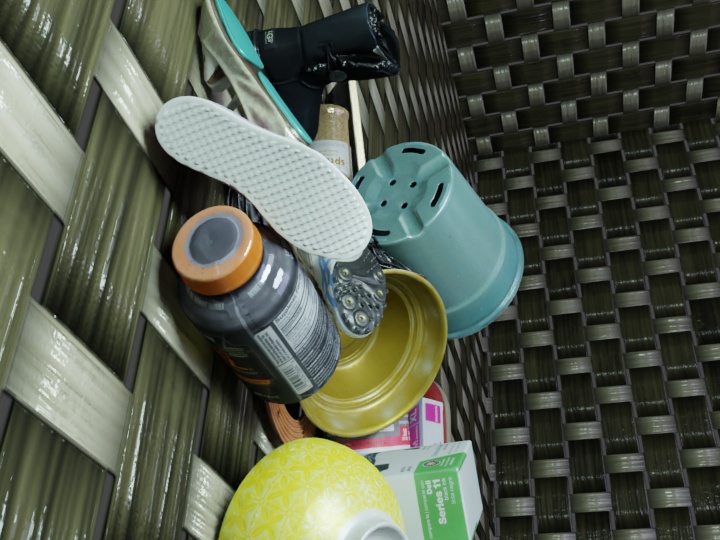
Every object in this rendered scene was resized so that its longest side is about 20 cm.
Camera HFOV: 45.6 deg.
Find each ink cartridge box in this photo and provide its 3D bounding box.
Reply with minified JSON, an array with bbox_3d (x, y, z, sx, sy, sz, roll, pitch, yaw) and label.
[{"bbox_3d":[0.040,0.263,1.144,0.041,0.200,0.121,18,52,-24],"label":"ink cartridge box"},{"bbox_3d":[0.025,0.251,0.934,0.146,0.197,0.084,-3,83,-78],"label":"ink cartridge box"}]

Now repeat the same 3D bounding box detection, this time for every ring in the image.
[{"bbox_3d":[-0.081,0.100,0.948,0.200,0.019,0.204,-6,90,-77],"label":"ring"}]

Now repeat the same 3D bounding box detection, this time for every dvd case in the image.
[{"bbox_3d":[-0.021,-0.163,1.206,0.149,0.016,0.203,159,-76,-74],"label":"dvd case"}]

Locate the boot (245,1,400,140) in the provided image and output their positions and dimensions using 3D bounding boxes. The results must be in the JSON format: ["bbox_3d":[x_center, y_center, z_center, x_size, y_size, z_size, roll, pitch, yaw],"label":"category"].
[{"bbox_3d":[-0.032,-0.220,0.999,0.201,0.165,0.077,61,25,-60],"label":"boot"}]

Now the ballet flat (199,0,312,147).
[{"bbox_3d":[-0.117,-0.178,0.818,0.201,0.062,0.067,59,11,19],"label":"ballet flat"}]

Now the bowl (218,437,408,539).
[{"bbox_3d":[-0.018,0.254,0.756,0.198,0.107,0.204,5,84,-45],"label":"bowl"}]

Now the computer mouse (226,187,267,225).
[{"bbox_3d":[-0.093,-0.112,0.929,0.200,0.052,0.141,-49,130,-73],"label":"computer mouse"}]

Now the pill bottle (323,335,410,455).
[{"bbox_3d":[0.003,0.139,1.084,0.111,0.109,0.203,35,50,-73],"label":"pill bottle"}]

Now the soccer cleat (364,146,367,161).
[{"bbox_3d":[0.011,-0.116,1.317,0.068,0.080,0.203,56,30,-63],"label":"soccer cleat"}]

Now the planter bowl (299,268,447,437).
[{"bbox_3d":[-0.004,0.080,0.975,0.083,0.199,0.203,34,-34,51],"label":"planter bowl"}]

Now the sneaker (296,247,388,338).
[{"bbox_3d":[-0.027,-0.007,0.878,0.071,0.073,0.202,13,41,-34],"label":"sneaker"}]

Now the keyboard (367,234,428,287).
[{"bbox_3d":[0.000,0.000,1.005,0.199,0.104,0.040,38,56,-15],"label":"keyboard"}]

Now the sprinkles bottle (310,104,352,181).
[{"bbox_3d":[-0.042,-0.112,1.117,0.068,0.067,0.203,42,42,-70],"label":"sprinkles bottle"}]

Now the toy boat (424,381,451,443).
[{"bbox_3d":[0.060,0.250,1.315,0.130,0.130,0.203,27,51,-39],"label":"toy boat"}]

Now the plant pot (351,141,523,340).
[{"bbox_3d":[0.084,-0.044,1.087,0.196,0.198,0.203,48,35,-48],"label":"plant pot"}]

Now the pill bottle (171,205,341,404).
[{"bbox_3d":[-0.092,0.029,0.747,0.201,0.105,0.108,64,23,-54],"label":"pill bottle"}]

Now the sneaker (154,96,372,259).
[{"bbox_3d":[-0.075,-0.082,0.738,0.073,0.199,0.114,-54,-178,1],"label":"sneaker"}]
